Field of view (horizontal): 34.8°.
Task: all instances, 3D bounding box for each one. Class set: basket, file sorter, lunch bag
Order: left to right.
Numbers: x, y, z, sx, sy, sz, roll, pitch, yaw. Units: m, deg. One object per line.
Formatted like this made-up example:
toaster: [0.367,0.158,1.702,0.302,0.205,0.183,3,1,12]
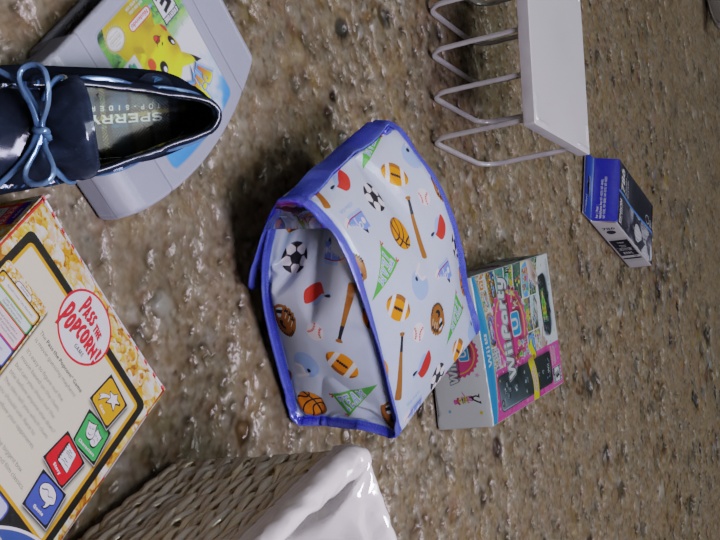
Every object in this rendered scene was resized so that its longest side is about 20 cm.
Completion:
basket: [-0.078,0.236,0.691,0.200,0.160,0.199,-39,117,-56]
lunch bag: [0.000,0.000,0.908,0.170,0.123,0.201,-48,132,-51]
file sorter: [0.150,-0.223,1.197,0.139,0.124,0.201,14,72,-56]

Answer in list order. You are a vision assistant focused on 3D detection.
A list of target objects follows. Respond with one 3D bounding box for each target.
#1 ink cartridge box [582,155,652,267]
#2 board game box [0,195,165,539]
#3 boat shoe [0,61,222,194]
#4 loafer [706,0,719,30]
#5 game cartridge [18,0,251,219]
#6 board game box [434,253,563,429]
ink cartridge box: [0.364,-0.086,1.613,0.200,0.039,0.100,34,57,-51]
board game box: [-0.202,0.079,0.624,0.152,0.046,0.200,64,36,-28]
boat shoe: [-0.169,-0.088,0.650,0.199,0.068,0.085,-24,113,-38]
loafer: [0.701,-0.561,2.247,0.070,0.070,0.201,30,51,-47]
game cartridge: [-0.142,-0.134,0.779,0.134,0.040,0.200,65,35,-35]
board game box: [0.139,0.069,1.182,0.200,0.064,0.148,-15,97,-58]
